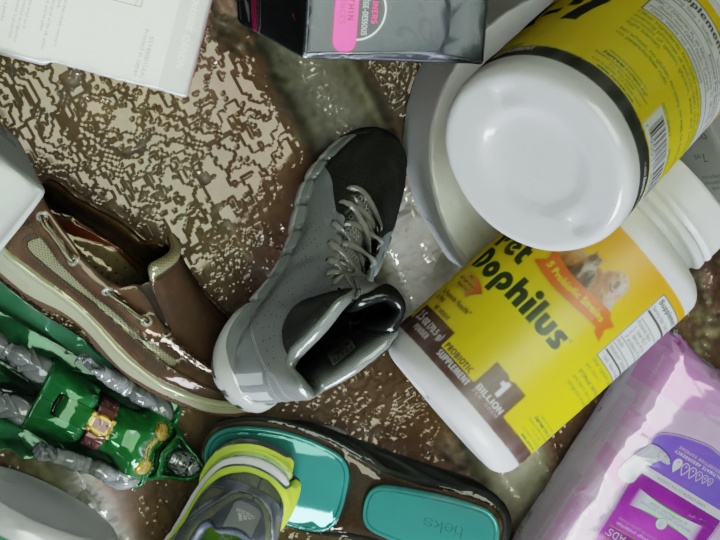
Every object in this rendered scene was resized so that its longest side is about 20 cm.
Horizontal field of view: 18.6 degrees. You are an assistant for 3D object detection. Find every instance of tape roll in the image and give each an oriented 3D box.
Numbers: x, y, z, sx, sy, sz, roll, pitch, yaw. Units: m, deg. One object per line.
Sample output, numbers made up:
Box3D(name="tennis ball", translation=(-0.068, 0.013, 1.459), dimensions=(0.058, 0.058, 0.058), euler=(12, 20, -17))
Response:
Box3D(name="tape roll", translation=(0.129, -0.079, 1.373), dimensions=(0.201, 0.071, 0.203), euler=(-3, 102, -13))

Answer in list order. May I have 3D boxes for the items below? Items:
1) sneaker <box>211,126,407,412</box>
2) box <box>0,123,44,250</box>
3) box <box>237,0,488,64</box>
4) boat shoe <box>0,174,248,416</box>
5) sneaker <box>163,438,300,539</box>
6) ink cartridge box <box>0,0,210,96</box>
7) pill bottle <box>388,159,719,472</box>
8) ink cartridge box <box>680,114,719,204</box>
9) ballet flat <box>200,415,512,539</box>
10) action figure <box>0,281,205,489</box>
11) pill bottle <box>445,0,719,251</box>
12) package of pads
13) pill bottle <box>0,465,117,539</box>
Box3D(name="sneaker", translation=(0.000, 0.000, 1.308), dimensions=(0.075, 0.115, 0.201), euler=(39, 67, -29))
Box3D(name="box", translation=(-0.292, -0.024, 1.217), dimensions=(0.131, 0.199, 0.200), euler=(40, 90, -18))
Box3D(name="box", translation=(-0.001, -0.187, 1.253), dimensions=(0.106, 0.200, 0.123), euler=(1, 100, -14))
Box3D(name="boat shoe", translation=(-0.129, 0.014, 1.316), dimensions=(0.202, 0.075, 0.075), euler=(32, 130, -17))
Box3D(name="sneaker", translation=(-0.102, 0.196, 1.344), dimensions=(0.074, 0.081, 0.201), euler=(24, 120, -1))
Box3D(name="ink cartridge box", translation=(-0.163, -0.219, 1.281), dimensions=(0.175, 0.045, 0.201), euler=(13, 98, -15))
Box3D(name="pill bottle", translation=(0.120, 0.017, 1.296), dimensions=(0.200, 0.109, 0.109), euler=(-42, 107, -3))
Box3D(name="ink cartridge box", translation=(0.292, -0.078, 1.378), dimensions=(0.200, 0.045, 0.177), euler=(-44, 114, -29))
Box3D(name="ballet flat", translation=(-0.003, 0.136, 1.379), dimensions=(0.199, 0.068, 0.068), euler=(20, 106, 0))
Box3D(name="action figure", translation=(-0.181, 0.082, 1.343), dimensions=(0.199, 0.055, 0.118), euler=(26, 91, -21))
Box3D(name="pill bottle", translation=(0.141, -0.105, 1.230), dimensions=(0.200, 0.114, 0.115), euler=(-44, 113, -45))
Box3D(name="package of pads", translation=(0.188, 0.146, 1.430), dimensions=(0.120, 0.076, 0.200), euler=(32, 92, -14))
Box3D(name="pill bottle", translation=(-0.236, 0.227, 1.326), dimensions=(0.112, 0.113, 0.201), euler=(25, 95, -17))
